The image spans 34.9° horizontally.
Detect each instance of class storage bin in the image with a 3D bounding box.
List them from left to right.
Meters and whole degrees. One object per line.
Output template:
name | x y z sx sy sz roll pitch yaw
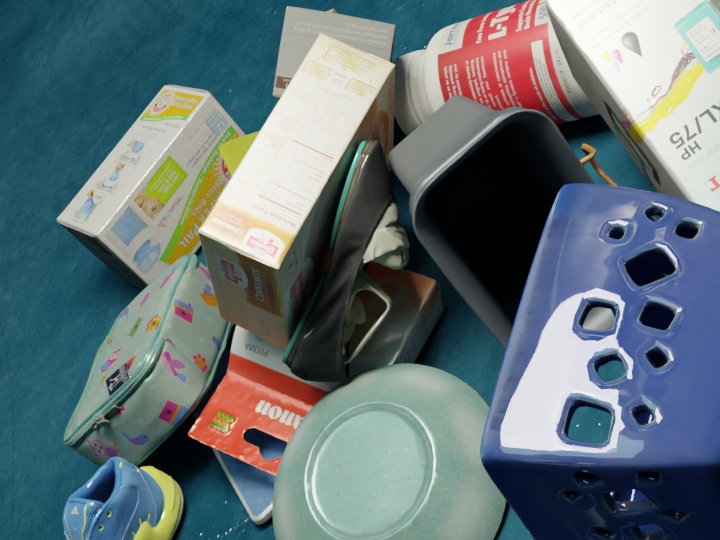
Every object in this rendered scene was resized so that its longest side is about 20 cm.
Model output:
storage bin | 0.116 -0.047 0.888 0.145 0.200 0.135 -40 30 2

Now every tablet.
tablet | -0.081 0.124 1.033 0.130 0.014 0.200 -43 40 0

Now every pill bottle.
pill bottle | 0.130 -0.179 1.048 0.198 0.112 0.114 -11 49 33

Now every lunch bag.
lunch bag | -0.199 0.089 1.072 0.160 0.077 0.201 -38 22 29

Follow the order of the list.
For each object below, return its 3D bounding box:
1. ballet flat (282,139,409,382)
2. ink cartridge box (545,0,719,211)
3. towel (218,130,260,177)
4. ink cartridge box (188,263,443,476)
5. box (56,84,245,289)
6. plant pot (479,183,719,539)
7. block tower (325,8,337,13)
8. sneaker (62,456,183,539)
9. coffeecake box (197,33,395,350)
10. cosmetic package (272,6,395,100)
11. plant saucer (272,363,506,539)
ballet flat | 0.000 0.000 0.906 0.073 0.072 0.203 38 113 51
ink cartridge box | 0.254 -0.132 0.816 0.146 0.146 0.201 -35 69 9
towel | -0.080 -0.094 1.103 0.085 0.018 0.201 -18 33 -9
ink cartridge box | -0.043 0.073 0.973 0.160 0.050 0.201 18 61 26
box | -0.216 -0.091 1.262 0.101 0.113 0.201 18 67 49
plant pot | 0.205 0.082 0.688 0.178 0.201 0.202 2 55 34
block tower | -0.051 -0.194 1.262 0.053 0.058 0.202 -14 49 30
sneaker | -0.229 0.250 0.972 0.075 0.105 0.202 -5 52 37
coffeecake box | -0.046 -0.061 0.935 0.072 0.154 0.202 24 66 11
cosmetic package | -0.025 -0.194 1.099 0.200 0.105 0.092 -131 50 -85
plant saucer | 0.013 0.157 0.868 0.198 0.039 0.204 -13 57 21
